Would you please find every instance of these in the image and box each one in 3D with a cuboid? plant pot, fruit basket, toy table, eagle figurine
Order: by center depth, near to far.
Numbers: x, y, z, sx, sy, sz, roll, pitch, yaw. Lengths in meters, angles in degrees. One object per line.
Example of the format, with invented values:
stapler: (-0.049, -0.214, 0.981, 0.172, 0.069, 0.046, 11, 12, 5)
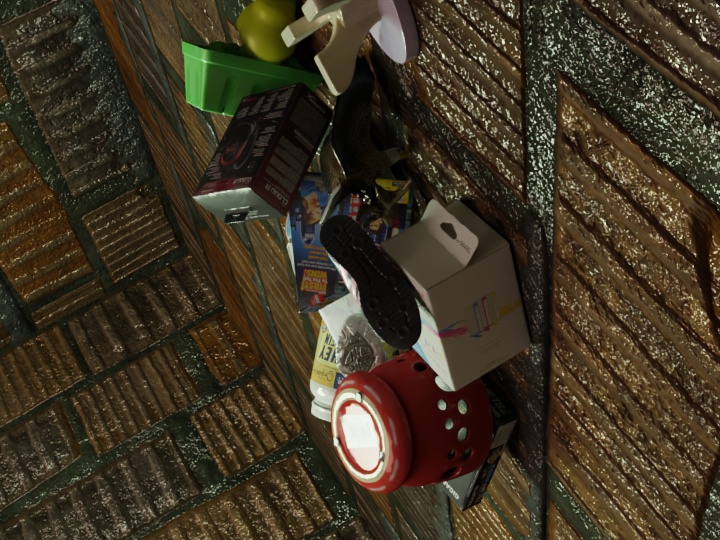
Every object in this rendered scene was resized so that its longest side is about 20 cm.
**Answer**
toy table: (-0.027, -0.317, 1.331, 0.201, 0.116, 0.184, 59, 167, 5)
eagle figurine: (-0.003, -0.158, 1.514, 0.150, 0.151, 0.202, 2, -123, -59)
plant pot: (0.068, 0.226, 1.674, 0.200, 0.181, 0.203, 23, 120, 48)
fruit basket: (-0.157, -0.330, 1.712, 0.155, 0.214, 0.217, 34, 150, 62)

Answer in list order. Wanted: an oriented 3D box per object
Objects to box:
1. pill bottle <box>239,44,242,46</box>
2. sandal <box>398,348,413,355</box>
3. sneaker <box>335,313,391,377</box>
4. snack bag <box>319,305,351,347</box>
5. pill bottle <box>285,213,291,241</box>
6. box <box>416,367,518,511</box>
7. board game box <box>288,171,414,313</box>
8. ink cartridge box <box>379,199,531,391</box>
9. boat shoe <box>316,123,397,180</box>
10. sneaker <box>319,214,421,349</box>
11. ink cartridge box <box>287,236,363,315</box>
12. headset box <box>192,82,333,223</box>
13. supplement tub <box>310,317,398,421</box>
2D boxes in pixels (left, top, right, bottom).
pill bottle: (-0.150, -0.278, 1.867, 0.202, 0.113, 0.113, 65, 166, -13)
sandal: (0.078, 0.176, 1.925, 0.213, 0.069, 0.078, 66, -152, -49)
sneaker: (0.011, 0.144, 1.812, 0.100, 0.077, 0.202, -80, -22, -58)
snack bag: (-0.001, 0.033, 1.853, 0.190, 0.199, 0.021, 62, -149, -2)
pill bottle: (-0.070, -0.075, 1.981, 0.110, 0.108, 0.200, 63, 167, -9)
box: (0.141, 0.235, 1.769, 0.200, 0.049, 0.200, 49, 135, 34)
board game box: (-0.020, -0.033, 1.611, 0.062, 0.198, 0.203, 0, -82, -64)
ink cartridge box: (0.118, 0.021, 1.442, 0.129, 0.124, 0.201, 45, 159, 50)
boat shoe: (0.003, -0.152, 1.663, 0.200, 0.074, 0.060, 43, -153, 9)
sneaker: (0.023, 0.020, 1.422, 0.201, 0.070, 0.082, 60, -177, 26)
ink cartridge box: (0.000, 0.000, 1.745, 0.198, 0.086, 0.148, 23, 152, 19)
headset box: (-0.142, -0.155, 1.604, 0.148, 0.202, 0.075, -4, 145, 49)
supplement tub: (-0.009, 0.161, 1.982, 0.144, 0.143, 0.203, -160, 80, -70)
